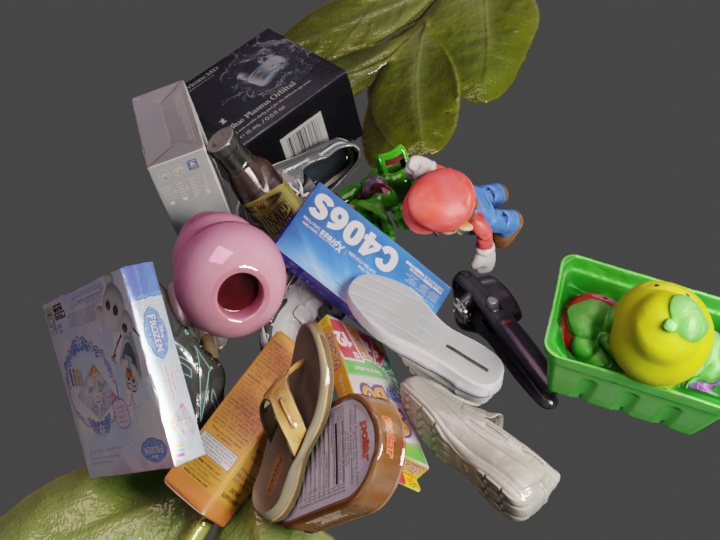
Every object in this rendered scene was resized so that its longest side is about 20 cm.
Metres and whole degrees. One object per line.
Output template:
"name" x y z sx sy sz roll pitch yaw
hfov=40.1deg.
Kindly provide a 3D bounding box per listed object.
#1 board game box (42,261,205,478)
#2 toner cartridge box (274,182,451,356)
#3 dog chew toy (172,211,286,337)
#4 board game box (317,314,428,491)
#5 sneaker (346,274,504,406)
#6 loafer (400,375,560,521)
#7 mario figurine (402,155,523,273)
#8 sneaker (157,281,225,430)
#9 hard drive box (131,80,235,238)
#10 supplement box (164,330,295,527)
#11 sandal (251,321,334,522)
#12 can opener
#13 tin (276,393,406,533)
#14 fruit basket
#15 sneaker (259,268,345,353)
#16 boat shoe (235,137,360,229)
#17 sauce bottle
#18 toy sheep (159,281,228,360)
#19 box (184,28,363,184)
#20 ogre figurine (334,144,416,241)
"board game box" -0.255 0.112 1.045 0.043 0.203 0.198 -14 -3 -42
"toner cartridge box" 0.000 0.000 1.135 0.199 0.043 0.096 38 73 -8
"dog chew toy" -0.156 -0.008 1.108 0.123 0.126 0.200 -26 27 -9
"board game box" 0.013 0.140 1.062 0.030 0.095 0.202 -41 43 22
"sneaker" 0.063 0.084 1.080 0.199 0.071 0.073 37 55 15
"loafer" 0.119 0.174 1.022 0.069 0.071 0.199 -32 54 -24
"mario figurine" 0.108 -0.067 1.170 0.122 0.198 0.108 28 103 33
"sneaker" -0.196 0.104 1.080 0.078 0.204 0.075 -19 10 -31
"hard drive box" -0.221 -0.116 1.290 0.075 0.202 0.157 -20 44 -4
"supplement box" -0.117 0.168 1.055 0.068 0.067 0.201 29 75 26
"sandal" -0.077 0.151 0.985 0.080 0.053 0.204 21 94 58
"can opener" 0.163 0.070 1.103 0.077 0.064 0.201 -25 46 -9
"tin" -0.030 0.193 0.979 0.199 0.041 0.114 -33 53 44
"fruit basket" 0.283 0.058 0.961 0.211 0.218 0.157 5 49 20
"sneaker" -0.048 0.050 1.173 0.112 0.076 0.202 -2 45 16
"boat shoe" -0.081 -0.119 1.333 0.198 0.074 0.061 -35 18 -23
"sauce bottle" -0.121 -0.095 1.239 0.065 0.200 0.067 -22 43 22
"toy sheep" -0.222 0.078 1.165 0.196 0.140 0.139 -12 44 -16
"box" -0.137 -0.225 1.428 0.196 0.119 0.199 -38 48 -20
"ogre figurine" 0.032 -0.094 1.264 0.120 0.099 0.199 -41 7 -28
